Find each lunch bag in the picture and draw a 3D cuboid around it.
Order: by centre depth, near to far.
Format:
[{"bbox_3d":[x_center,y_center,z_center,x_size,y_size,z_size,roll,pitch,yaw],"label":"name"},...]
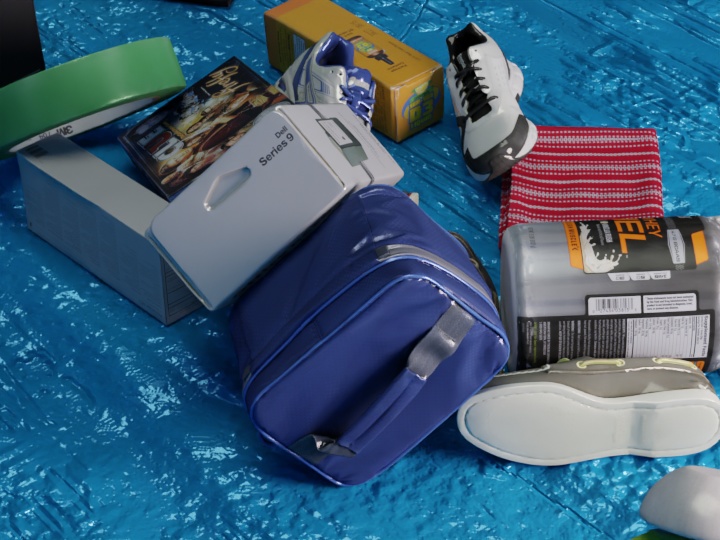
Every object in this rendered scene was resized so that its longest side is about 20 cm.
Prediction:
[{"bbox_3d":[-0.001,0.058,1.343,0.200,0.136,0.133,-44,33,16],"label":"lunch bag"}]

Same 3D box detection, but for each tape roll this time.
[{"bbox_3d":[-0.255,-0.151,1.653,0.199,0.049,0.200,-20,2,1],"label":"tape roll"}]

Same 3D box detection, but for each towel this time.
[{"bbox_3d":[0.196,-0.073,1.641,0.143,0.023,0.201,2,37,5],"label":"towel"}]

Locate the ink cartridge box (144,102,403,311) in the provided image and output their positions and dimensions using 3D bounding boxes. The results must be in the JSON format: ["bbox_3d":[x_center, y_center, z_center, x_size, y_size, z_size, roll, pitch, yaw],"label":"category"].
[{"bbox_3d":[-0.063,-0.052,1.434,0.084,0.146,0.200,49,14,5],"label":"ink cartridge box"}]

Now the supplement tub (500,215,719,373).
[{"bbox_3d":[0.211,0.021,1.431,0.198,0.123,0.123,-3,37,-1],"label":"supplement tub"}]

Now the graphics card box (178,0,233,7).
[{"bbox_3d":[-0.225,-0.352,1.949,0.198,0.126,0.051,9,37,16],"label":"graphics card box"}]

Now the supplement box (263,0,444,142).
[{"bbox_3d":[-0.008,-0.198,1.783,0.066,0.069,0.200,-28,42,-29],"label":"supplement box"}]

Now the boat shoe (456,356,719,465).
[{"bbox_3d":[0.167,0.099,1.374,0.200,0.073,0.060,1,34,-6],"label":"boat shoe"}]

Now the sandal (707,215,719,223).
[{"bbox_3d":[0.283,-0.005,1.519,0.201,0.083,0.050,7,-6,14],"label":"sandal"}]

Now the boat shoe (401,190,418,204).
[{"bbox_3d":[0.000,0.000,1.518,0.062,0.072,0.201,8,42,18],"label":"boat shoe"}]

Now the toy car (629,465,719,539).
[{"bbox_3d":[0.251,0.218,1.160,0.199,0.177,0.150,12,4,18],"label":"toy car"}]

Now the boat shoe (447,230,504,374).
[{"bbox_3d":[0.080,0.023,1.475,0.074,0.074,0.201,-6,37,-5],"label":"boat shoe"}]

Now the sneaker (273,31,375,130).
[{"bbox_3d":[-0.022,-0.139,1.662,0.075,0.088,0.201,21,31,-37],"label":"sneaker"}]

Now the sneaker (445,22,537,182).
[{"bbox_3d":[0.108,-0.154,1.691,0.073,0.080,0.201,-31,30,15],"label":"sneaker"}]

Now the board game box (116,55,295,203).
[{"bbox_3d":[-0.129,-0.116,1.622,0.135,0.035,0.200,-36,27,-6],"label":"board game box"}]

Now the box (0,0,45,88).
[{"bbox_3d":[-0.397,-0.244,1.800,0.079,0.142,0.199,-31,45,-34],"label":"box"}]

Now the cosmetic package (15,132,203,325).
[{"bbox_3d":[-0.210,-0.038,1.566,0.050,0.083,0.199,-28,44,-34],"label":"cosmetic package"}]
